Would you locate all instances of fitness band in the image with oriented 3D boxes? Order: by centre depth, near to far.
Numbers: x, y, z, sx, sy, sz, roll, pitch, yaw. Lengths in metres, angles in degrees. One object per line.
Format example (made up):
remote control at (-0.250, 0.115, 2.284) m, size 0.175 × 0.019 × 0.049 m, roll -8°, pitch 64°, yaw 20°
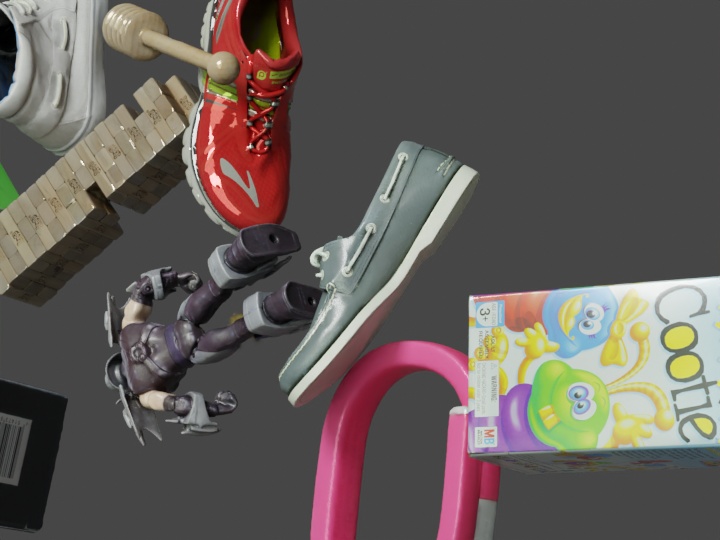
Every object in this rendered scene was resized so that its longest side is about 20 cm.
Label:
fitness band at (0.026, 0.144, 1.279) m, size 0.144 × 0.037 × 0.200 m, roll -5°, pitch 74°, yaw 46°

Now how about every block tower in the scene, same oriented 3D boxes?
block tower at (-0.192, -0.059, 1.450) m, size 0.200 × 0.054 × 0.058 m, roll -41°, pitch 63°, yaw 13°

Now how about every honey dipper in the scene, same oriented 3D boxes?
honey dipper at (-0.133, -0.156, 1.398) m, size 0.038 × 0.038 × 0.200 m, roll -62°, pitch 31°, yaw 2°

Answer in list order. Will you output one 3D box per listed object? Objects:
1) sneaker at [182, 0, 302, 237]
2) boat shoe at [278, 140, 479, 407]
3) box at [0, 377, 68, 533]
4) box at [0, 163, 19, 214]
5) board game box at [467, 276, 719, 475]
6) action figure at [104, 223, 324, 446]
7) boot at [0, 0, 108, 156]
sneaker at (-0.076, -0.122, 1.374) m, size 0.085 × 0.077 × 0.200 m, roll -27°, pitch 63°, yaw 61°
boat shoe at (0.000, 0.000, 1.310) m, size 0.062 × 0.073 × 0.200 m, roll 35°, pitch 79°, yaw 9°
box at (-0.343, 0.117, 1.433) m, size 0.200 × 0.148 × 0.107 m, roll 8°, pitch 82°, yaw 29°
box at (-0.382, -0.067, 1.524) m, size 0.176 × 0.097 × 0.200 m, roll -41°, pitch 64°, yaw 14°
board game box at (0.177, 0.066, 1.205) m, size 0.200 × 0.105 × 0.103 m, roll -5°, pitch 76°, yaw 25°
action figure at (-0.112, 0.045, 1.378) m, size 0.200 × 0.069 × 0.130 m, roll -31°, pitch 75°, yaw 35°
boot at (-0.242, -0.187, 1.465) m, size 0.073 × 0.096 × 0.200 m, roll -26°, pitch 57°, yaw 26°
